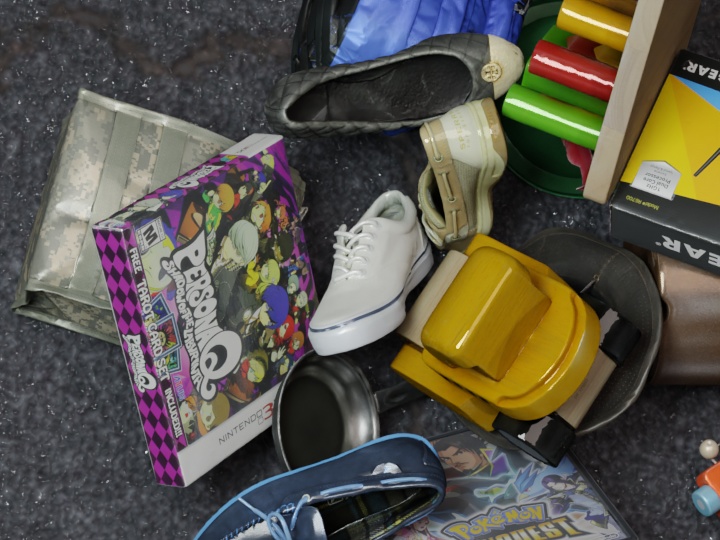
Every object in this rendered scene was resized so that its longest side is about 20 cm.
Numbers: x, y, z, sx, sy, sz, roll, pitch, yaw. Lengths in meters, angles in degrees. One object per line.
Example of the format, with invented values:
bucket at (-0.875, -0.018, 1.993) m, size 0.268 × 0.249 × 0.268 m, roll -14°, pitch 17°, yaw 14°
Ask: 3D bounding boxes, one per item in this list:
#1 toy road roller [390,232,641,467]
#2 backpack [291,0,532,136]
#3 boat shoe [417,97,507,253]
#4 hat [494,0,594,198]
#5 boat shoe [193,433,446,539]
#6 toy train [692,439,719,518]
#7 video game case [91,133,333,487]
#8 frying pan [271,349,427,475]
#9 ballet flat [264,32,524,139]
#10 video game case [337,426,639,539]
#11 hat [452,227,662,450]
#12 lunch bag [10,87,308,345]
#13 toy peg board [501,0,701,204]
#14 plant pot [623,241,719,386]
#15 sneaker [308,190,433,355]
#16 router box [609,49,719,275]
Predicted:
toy road roller at (0.092, 0.038, 1.613) m, size 0.146 × 0.200 × 0.123 m, roll 40°, pitch 82°, yaw -42°
backpack at (0.043, -0.206, 1.736) m, size 0.167 × 0.163 × 0.201 m, roll 23°, pitch 71°, yaw -7°
boat shoe at (0.065, -0.066, 1.682) m, size 0.063 × 0.201 × 0.074 m, roll -13°, pitch 73°, yaw -10°
hat at (0.189, -0.152, 1.740) m, size 0.164 × 0.176 × 0.201 m, roll -16°, pitch 79°, yaw -13°
boat shoe at (-0.033, 0.177, 1.576) m, size 0.199 × 0.069 × 0.084 m, roll -32°, pitch 119°, yaw -1°
toy train at (0.259, 0.234, 1.717) m, size 0.200 × 0.056 × 0.151 m, roll -36°, pitch 83°, yaw -21°
video game case at (-0.101, 0.026, 1.603) m, size 0.181 × 0.036 × 0.201 m, roll -33°, pitch 119°, yaw -45°
frying pan at (-0.010, 0.094, 1.667) m, size 0.190 × 0.031 × 0.115 m, roll -51°, pitch 122°, yaw -43°
ballet flat at (0.028, -0.129, 1.634) m, size 0.198 × 0.057 × 0.067 m, roll -14°, pitch 109°, yaw -8°
video game case at (0.079, 0.180, 1.645) m, size 0.199 × 0.181 × 0.026 m, roll -14°, pitch 122°, yaw -14°
hat at (0.158, 0.068, 1.707) m, size 0.081 × 0.200 × 0.202 m, roll 44°, pitch 65°, yaw -43°
lunch bag at (-0.144, -0.022, 1.674) m, size 0.199 × 0.118 × 0.165 m, roll 18°, pitch 74°, yaw -13°
toy peg board at (0.185, -0.191, 1.626) m, size 0.097 × 0.200 × 0.200 m, roll 21°, pitch 38°, yaw 12°
plant pot at (0.312, 0.008, 1.722) m, size 0.197 × 0.200 × 0.202 m, roll -3°, pitch 75°, yaw -5°
sneaker at (0.000, 0.000, 1.668) m, size 0.073 × 0.200 × 0.071 m, roll -15°, pitch 108°, yaw 20°
router box at (0.300, -0.063, 1.633) m, size 0.199 × 0.051 × 0.150 m, roll 20°, pitch 66°, yaw 15°
